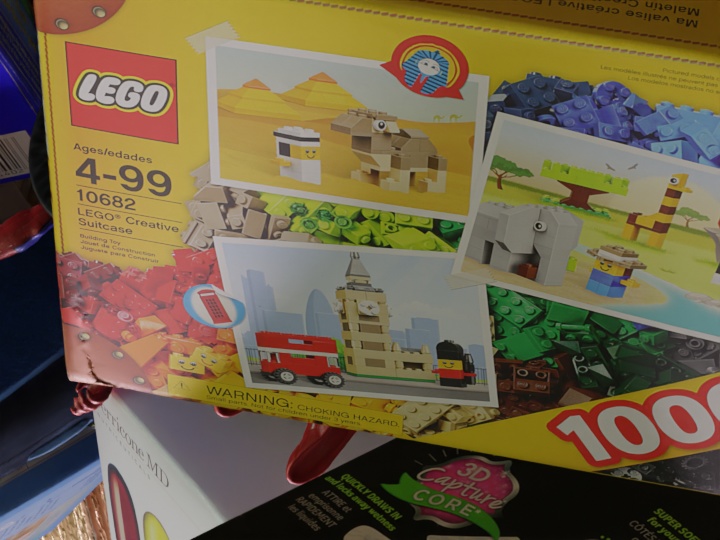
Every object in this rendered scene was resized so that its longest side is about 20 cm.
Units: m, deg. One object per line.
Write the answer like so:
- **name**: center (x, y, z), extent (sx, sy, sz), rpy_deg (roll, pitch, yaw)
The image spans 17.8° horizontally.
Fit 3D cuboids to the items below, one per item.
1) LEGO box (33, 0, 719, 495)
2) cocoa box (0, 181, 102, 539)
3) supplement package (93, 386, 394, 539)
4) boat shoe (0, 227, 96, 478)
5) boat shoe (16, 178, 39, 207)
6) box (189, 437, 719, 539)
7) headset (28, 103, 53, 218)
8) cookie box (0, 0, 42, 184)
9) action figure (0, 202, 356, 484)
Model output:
- **LEGO box**: center (0.029, -0.030, 0.572), extent (0.200, 0.077, 0.149), rpy_deg (9, 137, 6)
- **cocoa box**: center (-0.197, 0.071, 1.025), extent (0.131, 0.133, 0.200), rpy_deg (57, 151, 5)
- **supplement package**: center (-0.028, 0.117, 0.923), extent (0.114, 0.109, 0.200), rpy_deg (43, 148, 40)
- **boat shoe**: center (-0.122, 0.028, 0.917), extent (0.084, 0.200, 0.069), rpy_deg (45, 150, 30)
- **boat shoe**: center (-0.109, 0.020, 1.057), extent (0.069, 0.074, 0.200), rpy_deg (28, 139, 35)
- **box**: center (0.041, 0.137, 0.690), extent (0.124, 0.200, 0.149), rpy_deg (37, 144, 48)
- **headset**: center (-0.029, -0.062, 0.753), extent (0.200, 0.124, 0.094), rpy_deg (1, 146, 33)
- **cookie box**: center (-0.172, -0.152, 0.866), extent (0.171, 0.075, 0.200), rpy_deg (67, -168, -68)
- **action figure**: center (-0.088, 0.023, 0.822), extent (0.065, 0.099, 0.200), rpy_deg (50, 177, -37)
